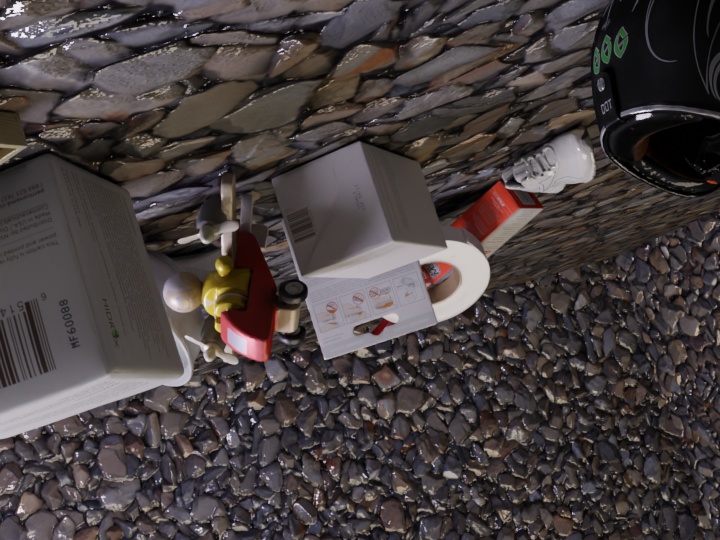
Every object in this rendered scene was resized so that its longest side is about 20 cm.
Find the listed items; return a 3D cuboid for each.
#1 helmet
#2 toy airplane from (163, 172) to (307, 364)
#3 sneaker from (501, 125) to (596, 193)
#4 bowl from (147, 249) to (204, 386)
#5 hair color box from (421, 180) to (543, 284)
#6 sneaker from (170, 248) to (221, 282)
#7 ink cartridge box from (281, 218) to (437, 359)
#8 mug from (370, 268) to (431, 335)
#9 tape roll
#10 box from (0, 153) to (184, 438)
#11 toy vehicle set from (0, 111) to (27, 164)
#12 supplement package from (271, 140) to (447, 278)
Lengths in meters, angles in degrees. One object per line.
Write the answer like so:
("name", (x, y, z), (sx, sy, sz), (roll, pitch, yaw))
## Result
("helmet", (0.292, -0.175, 0.798), (0.199, 0.191, 0.200), (16, 164, 5))
("toy airplane", (-0.151, 0.005, 1.073), (0.141, 0.201, 0.199), (-10, 178, -18))
("sneaker", (0.267, -0.145, 1.370), (0.087, 0.075, 0.200), (-11, 170, -15))
("bowl", (-0.258, 0.039, 1.168), (0.090, 0.201, 0.201), (-52, -168, -33))
("hair color box", (0.196, -0.062, 1.603), (0.200, 0.061, 0.101), (-44, 159, 27))
("sneaker", (-0.265, 0.024, 1.322), (0.200, 0.074, 0.118), (-12, 172, -32))
("ink cartridge box", (0.000, 0.000, 1.283), (0.160, 0.201, 0.047), (-18, 171, 5))
("mug", (0.012, 0.031, 1.730), (0.199, 0.134, 0.178), (-20, 142, -21))
("tape roll", (0.108, 0.010, 1.556), (0.202, 0.037, 0.203), (-8, 137, -7))
("box", (-0.297, 0.033, 0.862), (0.198, 0.201, 0.171), (-20, 170, 7))
("toy vehicle set", (-0.352, -0.065, 0.694), (0.200, 0.027, 0.124), (-23, 170, 31))
("supplement package", (0.005, -0.064, 1.147), (0.119, 0.122, 0.200), (-22, 171, 21))
